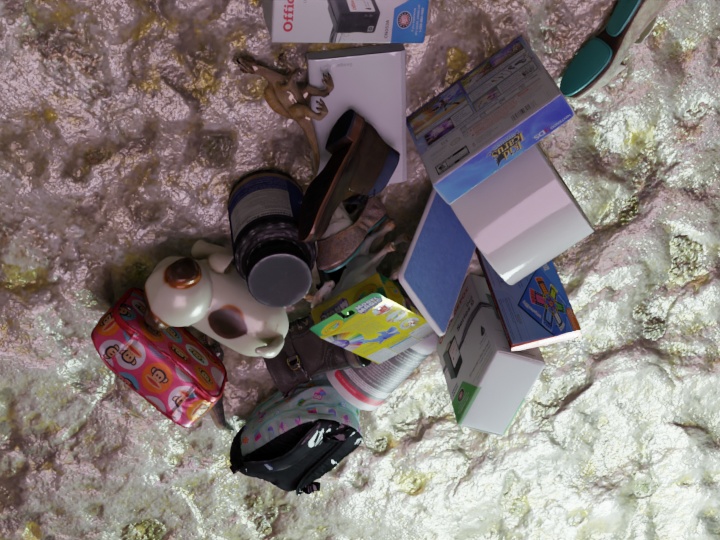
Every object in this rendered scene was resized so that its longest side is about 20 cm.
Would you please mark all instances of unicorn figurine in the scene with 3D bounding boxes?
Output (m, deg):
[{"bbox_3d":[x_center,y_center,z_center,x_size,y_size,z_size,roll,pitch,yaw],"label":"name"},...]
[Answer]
[{"bbox_3d":[0.000,0.000,1.703,0.137,0.200,0.074,-33,93,21],"label":"unicorn figurine"}]

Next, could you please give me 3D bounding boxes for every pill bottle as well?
[{"bbox_3d":[-0.119,-0.042,1.641,0.111,0.200,0.112,-5,125,-7],"label":"pill bottle"},{"bbox_3d":[0.046,0.108,1.834,0.110,0.111,0.200,31,113,-28],"label":"pill bottle"}]

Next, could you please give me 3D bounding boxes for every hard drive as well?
[{"bbox_3d":[-0.003,-0.206,1.662,0.131,0.026,0.201,-7,125,-7],"label":"hard drive"}]

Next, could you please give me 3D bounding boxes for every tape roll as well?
[{"bbox_3d":[0.210,-0.100,1.672,0.139,0.203,0.203,-34,124,12],"label":"tape roll"}]

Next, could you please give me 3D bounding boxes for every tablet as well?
[{"bbox_3d":[0.113,-0.022,1.722,0.014,0.201,0.130,-8,133,36],"label":"tablet"}]

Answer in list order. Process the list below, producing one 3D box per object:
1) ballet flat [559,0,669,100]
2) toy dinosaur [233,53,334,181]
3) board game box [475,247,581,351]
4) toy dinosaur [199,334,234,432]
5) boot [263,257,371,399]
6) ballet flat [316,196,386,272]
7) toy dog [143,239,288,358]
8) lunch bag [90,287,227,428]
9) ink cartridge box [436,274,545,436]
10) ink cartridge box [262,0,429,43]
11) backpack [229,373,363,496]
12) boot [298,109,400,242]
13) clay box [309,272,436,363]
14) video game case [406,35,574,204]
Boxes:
[{"bbox_3d":[0.350,-0.304,1.648,0.062,0.068,0.200,18,119,-34],"label":"ballet flat"},{"bbox_3d":[-0.081,-0.220,1.610,0.101,0.058,0.200,-15,121,43],"label":"toy dinosaur"},{"bbox_3d":[0.240,0.026,1.765,0.102,0.201,0.020,-12,139,-3],"label":"board game box"},{"bbox_3d":[-0.245,0.190,1.870,0.088,0.048,0.201,-12,129,-12],"label":"toy dinosaur"},{"bbox_3d":[-0.084,0.080,1.801,0.173,0.069,0.201,-16,88,29],"label":"boot"},{"bbox_3d":[-0.023,-0.062,1.666,0.068,0.200,0.067,-22,105,25],"label":"ballet flat"},{"bbox_3d":[-0.209,0.048,1.696,0.199,0.195,0.140,19,128,-32],"label":"toy dog"},{"bbox_3d":[-0.282,0.119,1.734,0.200,0.176,0.082,43,101,-9],"label":"lunch bag"},{"bbox_3d":[0.189,0.124,1.822,0.084,0.200,0.146,15,120,-17],"label":"ink cartridge box"},{"bbox_3d":[-0.017,-0.364,1.515,0.199,0.084,0.146,-2,125,-11],"label":"ink cartridge box"},{"bbox_3d":[-0.090,0.249,1.885,0.166,0.127,0.200,22,132,-38],"label":"backpack"},{"bbox_3d":[-0.011,-0.107,1.603,0.097,0.201,0.075,32,155,-25],"label":"boot"},{"bbox_3d":[0.019,0.065,1.674,0.115,0.048,0.200,-30,151,18],"label":"clay box"},{"bbox_3d":[0.166,-0.201,1.606,0.200,0.182,0.045,-35,124,12],"label":"video game case"}]
